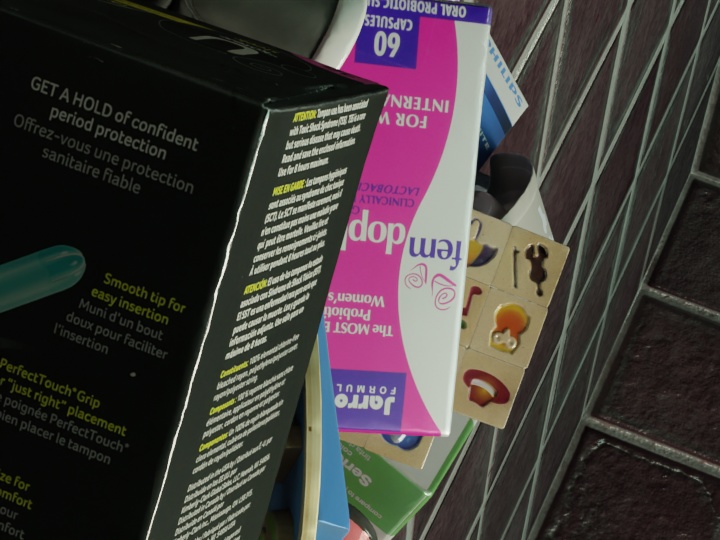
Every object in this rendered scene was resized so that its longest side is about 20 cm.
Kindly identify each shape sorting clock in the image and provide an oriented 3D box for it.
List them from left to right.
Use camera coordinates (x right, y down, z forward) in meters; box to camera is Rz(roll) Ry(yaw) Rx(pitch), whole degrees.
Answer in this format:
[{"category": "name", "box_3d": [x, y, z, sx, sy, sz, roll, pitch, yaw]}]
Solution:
[{"category": "shape sorting clock", "box_3d": [-0.049, 0.065, 0.798, 0.200, 0.039, 0.203, -176, -90, -69]}]

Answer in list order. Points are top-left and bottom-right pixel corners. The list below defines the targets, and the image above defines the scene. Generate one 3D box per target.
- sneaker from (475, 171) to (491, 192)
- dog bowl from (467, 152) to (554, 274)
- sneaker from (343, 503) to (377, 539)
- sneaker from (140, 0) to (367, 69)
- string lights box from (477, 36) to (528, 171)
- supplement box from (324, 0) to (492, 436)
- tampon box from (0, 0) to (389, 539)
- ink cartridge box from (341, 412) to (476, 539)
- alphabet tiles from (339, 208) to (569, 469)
[{"category": "sneaker", "box_3d": [0.043, -0.036, 1.260, 0.200, 0.069, 0.083, -128, -122, -77]}, {"category": "dog bowl", "box_3d": [0.023, 0.011, 1.084, 0.059, 0.199, 0.200, 59, 34, -15]}, {"category": "sneaker", "box_3d": [-0.062, 0.205, 1.095, 0.200, 0.074, 0.087, -42, -168, 32]}, {"category": "sneaker", "box_3d": [-0.061, -0.140, 0.777, 0.071, 0.099, 0.200, -54, -157, 15]}, {"category": "string lights box", "box_3d": [0.014, -0.062, 1.104, 0.059, 0.102, 0.200, 58, 34, -14]}, {"category": "supplement box", "box_3d": [-0.010, -0.029, 0.907, 0.103, 0.100, 0.202, -163, -102, -70]}, {"category": "tampon box", "box_3d": [-0.100, 0.011, 0.657, 0.126, 0.149, 0.202, -23, 133, -70]}, {"category": "ink cartridge box", "box_3d": [-0.012, 0.128, 1.196, 0.200, 0.084, 0.145, -51, -179, 39]}, {"category": "alphabet tiles", "box_3d": [0.000, 0.000, 0.971, 0.008, 0.198, 0.169, -161, -89, -80]}]
